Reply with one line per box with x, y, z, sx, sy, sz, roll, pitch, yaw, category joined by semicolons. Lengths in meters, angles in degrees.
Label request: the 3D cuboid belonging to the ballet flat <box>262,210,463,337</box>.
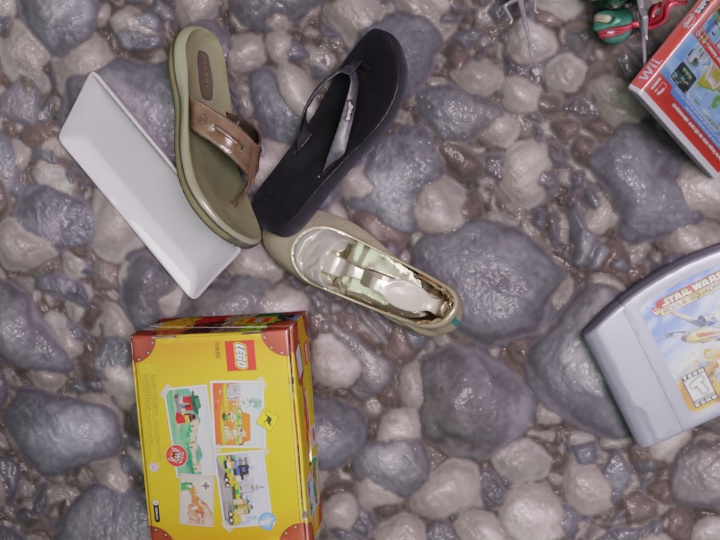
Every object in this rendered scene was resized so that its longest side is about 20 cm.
0.000;0.000;0.788;0.198;0.069;0.070;24;100;4;ballet flat

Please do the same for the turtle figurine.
0.184;-0.254;0.719;0.149;0.100;0.202;1;110;47;turtle figurine

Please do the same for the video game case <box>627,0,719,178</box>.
0.314;-0.186;0.705;0.142;0.017;0.201;30;103;-39;video game case

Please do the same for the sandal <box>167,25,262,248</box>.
-0.118;-0.118;0.762;0.057;0.080;0.203;-15;82;26;sandal

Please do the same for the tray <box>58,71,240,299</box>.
-0.188;-0.075;0.806;0.200;0.022;0.107;50;136;-1;tray

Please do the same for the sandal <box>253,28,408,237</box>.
-0.027;-0.117;0.767;0.076;0.043;0.201;38;97;37;sandal

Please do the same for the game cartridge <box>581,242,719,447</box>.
0.302;0.053;0.773;0.199;0.042;0.134;-28;97;10;game cartridge

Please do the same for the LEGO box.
-0.119;0.145;0.816;0.147;0.077;0.203;-3;97;7;LEGO box
